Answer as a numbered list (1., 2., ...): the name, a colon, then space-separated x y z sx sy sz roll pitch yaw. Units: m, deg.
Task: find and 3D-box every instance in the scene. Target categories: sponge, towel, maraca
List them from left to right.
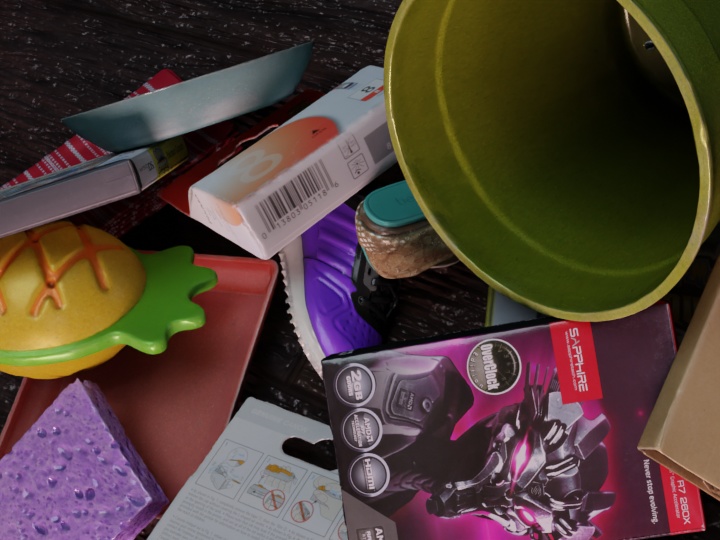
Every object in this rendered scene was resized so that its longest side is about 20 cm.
1. sponge: -0.230 0.186 0.829 0.200 0.030 0.112 -46 63 9
2. maraca: -0.204 0.020 0.857 0.197 0.108 0.138 0 41 7
3. towel: -0.207 -0.085 0.987 0.199 0.023 0.144 -38 47 -11

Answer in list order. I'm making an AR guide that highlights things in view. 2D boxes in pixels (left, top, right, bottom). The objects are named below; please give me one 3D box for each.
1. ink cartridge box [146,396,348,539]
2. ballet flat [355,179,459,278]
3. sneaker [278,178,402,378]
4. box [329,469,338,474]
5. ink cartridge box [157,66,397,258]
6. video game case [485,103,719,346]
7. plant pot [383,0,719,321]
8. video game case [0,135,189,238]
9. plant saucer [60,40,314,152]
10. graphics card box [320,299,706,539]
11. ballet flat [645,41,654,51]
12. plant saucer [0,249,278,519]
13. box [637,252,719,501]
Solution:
1. ink cartridge box: -0.059 0.189 0.734 0.161 0.050 0.201 15 53 32
2. ballet flat: 0.088 -0.044 0.809 0.197 0.066 0.071 -15 46 -14
3. sneaker: 0.000 0.000 0.832 0.098 0.070 0.202 -23 55 10
4. box: -0.004 0.186 0.746 0.198 0.041 0.120 -18 56 19
5. ink cartridge box: -0.058 -0.095 0.857 0.162 0.051 0.199 -37 33 -17
6. video game case: 0.183 -0.023 0.731 0.197 0.026 0.183 7 64 6
7. plant pot: 0.149 -0.108 0.648 0.199 0.203 0.192 26 45 35
8. video game case: -0.236 -0.053 0.865 0.197 0.026 0.181 -17 12 6
9. plant saucer: -0.124 -0.127 0.888 0.197 0.200 0.036 -13 102 19
10. graphics card box: 0.084 0.093 0.659 0.197 0.051 0.127 -9 90 7
11. ballet flat: 0.214 -0.138 0.808 0.197 0.072 0.073 0 62 19
12. plant saucer: -0.164 0.083 0.886 0.197 0.037 0.202 4 64 28
13. box: 0.255 0.048 0.643 0.162 0.021 0.202 31 74 -10
